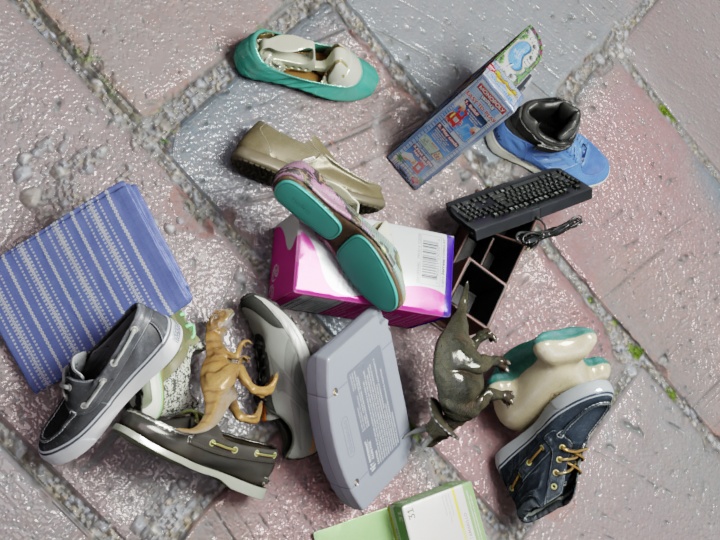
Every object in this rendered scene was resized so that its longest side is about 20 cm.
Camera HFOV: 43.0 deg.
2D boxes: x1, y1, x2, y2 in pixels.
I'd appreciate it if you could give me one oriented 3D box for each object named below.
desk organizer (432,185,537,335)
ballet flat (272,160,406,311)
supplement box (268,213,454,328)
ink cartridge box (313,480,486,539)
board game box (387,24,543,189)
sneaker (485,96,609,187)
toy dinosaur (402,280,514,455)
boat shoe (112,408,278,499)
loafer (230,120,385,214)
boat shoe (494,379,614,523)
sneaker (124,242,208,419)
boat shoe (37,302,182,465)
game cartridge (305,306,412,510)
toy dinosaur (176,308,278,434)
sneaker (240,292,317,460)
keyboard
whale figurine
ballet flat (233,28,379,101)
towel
[{"bbox_3d":[0.157,-0.016,1.174,0.071,0.077,0.201,34,67,-14],"label":"desk organizer"},{"bbox_3d":[-0.011,-0.046,1.005,0.200,0.069,0.071,45,45,-8],"label":"ballet flat"},{"bbox_3d":[0.000,0.000,1.086,0.198,0.103,0.103,11,75,-23],"label":"supplement box"},{"bbox_3d":[0.058,0.344,1.064,0.198,0.048,0.147,-12,84,-29],"label":"ink cartridge box"},{"bbox_3d":[0.152,-0.212,1.148,0.062,0.200,0.200,47,65,-6],"label":"board game box"},{"bbox_3d":[0.281,-0.173,1.247,0.198,0.111,0.078,20,70,-19],"label":"sneaker"},{"bbox_3d":[0.118,0.117,1.051,0.101,0.077,0.203,-1,101,-33],"label":"toy dinosaur"},{"bbox_3d":[-0.169,0.181,0.962,0.201,0.071,0.061,36,74,-39],"label":"boat shoe"},{"bbox_3d":[-0.055,-0.125,1.103,0.198,0.076,0.068,20,77,-19],"label":"loafer"},{"bbox_3d":[0.243,0.217,1.085,0.070,0.201,0.092,8,46,-32],"label":"boat shoe"},{"bbox_3d":[-0.211,0.069,1.001,0.088,0.077,0.203,6,81,-36],"label":"sneaker"},{"bbox_3d":[-0.266,0.111,0.910,0.200,0.072,0.068,-43,127,13],"label":"boat shoe"},{"bbox_3d":[-0.001,0.158,1.023,0.133,0.040,0.202,-40,126,-48],"label":"game cartridge"},{"bbox_3d":[-0.146,0.127,0.965,0.105,0.061,0.201,26,32,-21],"label":"toy dinosaur"},{"bbox_3d":[-0.091,0.120,1.035,0.079,0.074,0.202,-25,89,-22],"label":"sneaker"},{"bbox_3d":[0.215,-0.079,1.156,0.198,0.021,0.127,-20,46,-27],"label":"keyboard"},{"bbox_3d":[0.225,0.116,1.115,0.157,0.201,0.105,-9,55,-6],"label":"whale figurine"},{"bbox_3d":[-0.056,-0.256,1.136,0.198,0.070,0.068,5,75,-24],"label":"ballet flat"},{"bbox_3d":[-0.287,0.016,0.946,0.198,0.024,0.146,-29,89,4],"label":"towel"}]
